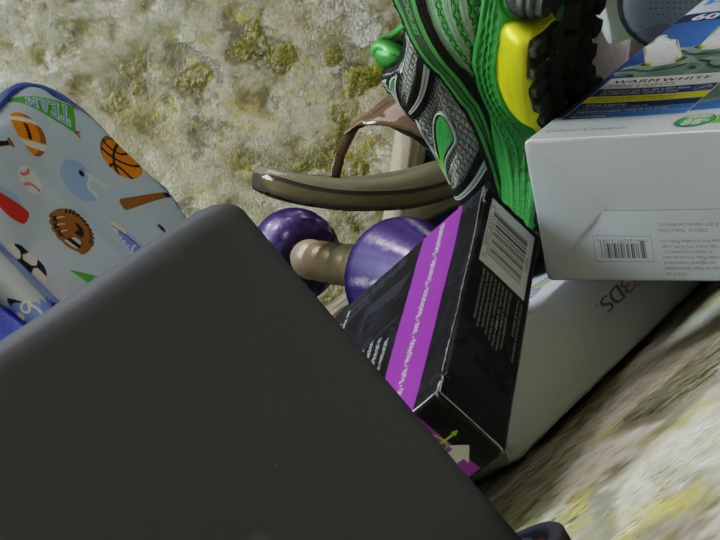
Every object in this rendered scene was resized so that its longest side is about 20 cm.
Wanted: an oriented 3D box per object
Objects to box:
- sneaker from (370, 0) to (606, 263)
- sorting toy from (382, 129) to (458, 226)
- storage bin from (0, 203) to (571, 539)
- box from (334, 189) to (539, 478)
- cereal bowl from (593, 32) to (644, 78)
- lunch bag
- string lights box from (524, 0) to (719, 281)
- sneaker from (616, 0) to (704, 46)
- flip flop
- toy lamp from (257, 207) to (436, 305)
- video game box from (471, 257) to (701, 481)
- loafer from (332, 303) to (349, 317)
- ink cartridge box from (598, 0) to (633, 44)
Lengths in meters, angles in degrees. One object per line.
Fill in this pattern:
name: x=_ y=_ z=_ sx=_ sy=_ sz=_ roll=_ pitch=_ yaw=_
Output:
sneaker: x=0.053 y=-0.073 z=0.707 sx=0.078 sy=0.085 sz=0.200 roll=-56 pitch=-25 yaw=-28
sorting toy: x=0.074 y=-0.064 z=1.028 sx=0.200 sy=0.036 sz=0.185 roll=-43 pitch=-27 yaw=-39
storage bin: x=-0.053 y=0.079 z=0.384 sx=0.145 sy=0.134 sz=0.200 roll=-34 pitch=4 yaw=46
box: x=-0.019 y=0.071 z=0.639 sx=0.200 sy=0.036 sz=0.143 roll=-40 pitch=16 yaw=28
cereal bowl: x=0.211 y=-0.176 z=1.069 sx=0.200 sy=0.200 sz=0.083 roll=-36 pitch=46 yaw=-15
lunch bag: x=-0.135 y=0.010 z=0.815 sx=0.076 sy=0.200 sz=0.160 roll=-40 pitch=13 yaw=24
string lights box: x=0.155 y=-0.059 z=0.692 sx=0.102 sy=0.059 sz=0.200 roll=0 pitch=23 yaw=32
sneaker: x=0.218 y=-0.132 z=0.785 sx=0.199 sy=0.075 sz=0.088 roll=-6 pitch=13 yaw=4
flip flop: x=0.043 y=-0.066 z=0.858 sx=0.199 sy=0.058 sz=0.081 roll=-12 pitch=6 yaw=-3
toy lamp: x=0.000 y=0.000 z=0.836 sx=0.058 sy=0.058 sz=0.200 roll=-36 pitch=14 yaw=-13
video game box: x=0.056 y=0.040 z=0.763 sx=0.200 sy=0.047 sz=0.182 roll=-38 pitch=5 yaw=-41
loafer: x=-0.030 y=0.077 z=0.890 sx=0.068 sy=0.076 sz=0.200 roll=-26 pitch=9 yaw=42
ink cartridge box: x=0.191 y=-0.229 z=0.874 sx=0.199 sy=0.145 sz=0.145 roll=-16 pitch=29 yaw=3
